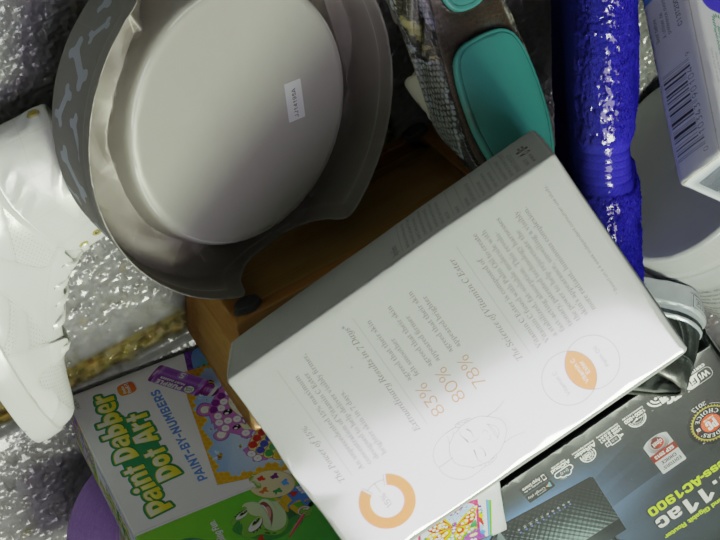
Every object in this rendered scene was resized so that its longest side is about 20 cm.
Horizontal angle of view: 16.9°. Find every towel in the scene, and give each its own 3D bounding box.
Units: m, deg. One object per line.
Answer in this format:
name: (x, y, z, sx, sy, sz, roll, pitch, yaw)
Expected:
towel: (0.136, -0.084, 1.345, 0.049, 0.148, 0.201, -3, 105, -1)

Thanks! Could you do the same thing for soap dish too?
soap dish: (0.000, 0.000, 1.372, 0.199, 0.157, 0.081, -28, 115, -6)

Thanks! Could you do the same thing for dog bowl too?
dog bowl: (-0.076, -0.088, 1.287, 0.200, 0.059, 0.201, -17, 117, -37)

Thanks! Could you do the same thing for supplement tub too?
supplement tub: (0.255, -0.025, 1.491, 0.200, 0.132, 0.132, 29, 107, -40)

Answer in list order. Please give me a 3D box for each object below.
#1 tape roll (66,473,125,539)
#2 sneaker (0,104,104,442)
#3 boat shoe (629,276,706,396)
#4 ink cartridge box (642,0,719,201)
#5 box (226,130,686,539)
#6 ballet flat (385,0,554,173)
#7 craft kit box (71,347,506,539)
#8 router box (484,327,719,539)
tape roll: (-0.069, 0.166, 1.418, 0.199, 0.200, 0.066, -19, 130, -13)
sneaker: (-0.169, 0.002, 1.334, 0.115, 0.074, 0.200, -25, 130, -5)
boat shoe: (0.103, 0.037, 1.441, 0.199, 0.071, 0.072, 3, 149, 14)
ink cartridge box: (0.246, -0.108, 1.387, 0.199, 0.199, 0.043, 20, 138, -34)
box: (0.047, 0.039, 1.245, 0.200, 0.098, 0.125, -34, 100, 4)
ballet flat: (0.048, -0.128, 1.312, 0.072, 0.072, 0.201, -20, 95, -13)
craft kit box: (-0.046, 0.110, 1.390, 0.197, 0.200, 0.049, -23, 131, -12)
router box: (0.162, 0.134, 1.515, 0.200, 0.062, 0.150, -35, 122, 7)
